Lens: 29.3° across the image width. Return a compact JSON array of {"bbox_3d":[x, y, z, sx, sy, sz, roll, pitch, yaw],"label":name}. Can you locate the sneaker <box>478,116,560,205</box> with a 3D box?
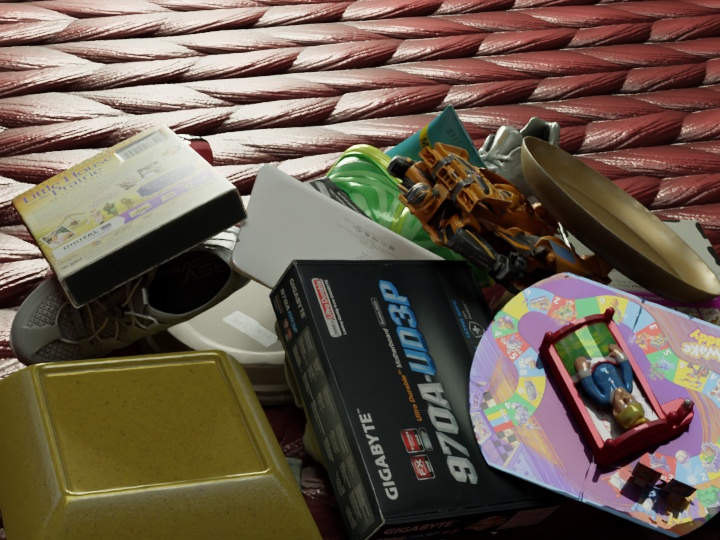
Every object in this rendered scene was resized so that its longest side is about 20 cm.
[{"bbox_3d":[0.116,-0.084,1.278,0.075,0.093,0.199,29,44,30],"label":"sneaker"}]

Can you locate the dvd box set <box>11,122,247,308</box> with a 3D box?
[{"bbox_3d":[-0.185,-0.048,1.067,0.145,0.030,0.200,-29,29,-13],"label":"dvd box set"}]

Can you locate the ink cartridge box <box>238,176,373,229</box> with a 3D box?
[{"bbox_3d":[0.000,0.009,1.105,0.200,0.044,0.093,45,38,22],"label":"ink cartridge box"}]

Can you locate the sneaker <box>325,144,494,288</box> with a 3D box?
[{"bbox_3d":[0.038,-0.032,1.181,0.083,0.075,0.199,-40,52,-20],"label":"sneaker"}]

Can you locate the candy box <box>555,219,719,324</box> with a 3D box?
[{"bbox_3d":[0.244,0.031,1.157,0.134,0.062,0.201,2,33,-6],"label":"candy box"}]

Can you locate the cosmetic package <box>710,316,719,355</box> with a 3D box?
[{"bbox_3d":[0.307,0.056,0.983,0.087,0.202,0.103,33,17,36],"label":"cosmetic package"}]

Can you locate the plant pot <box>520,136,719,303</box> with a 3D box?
[{"bbox_3d":[0.203,-0.036,1.101,0.199,0.028,0.200,32,18,-11],"label":"plant pot"}]

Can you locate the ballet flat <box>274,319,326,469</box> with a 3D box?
[{"bbox_3d":[-0.020,0.096,0.999,0.069,0.070,0.202,-6,53,-19],"label":"ballet flat"}]

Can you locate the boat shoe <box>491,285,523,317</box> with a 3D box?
[{"bbox_3d":[0.137,0.055,1.100,0.064,0.072,0.200,33,21,-3],"label":"boat shoe"}]

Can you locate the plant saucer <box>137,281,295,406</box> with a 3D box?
[{"bbox_3d":[-0.083,0.038,1.117,0.197,0.030,0.201,6,33,-4],"label":"plant saucer"}]

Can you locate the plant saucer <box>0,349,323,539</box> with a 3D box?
[{"bbox_3d":[-0.142,0.116,0.914,0.197,0.049,0.200,-4,33,-21],"label":"plant saucer"}]

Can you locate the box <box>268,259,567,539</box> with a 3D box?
[{"bbox_3d":[0.039,0.086,0.952,0.157,0.046,0.202,1,55,-33],"label":"box"}]

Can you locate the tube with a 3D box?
[{"bbox_3d":[0.059,-0.092,1.220,0.050,0.078,0.200,-39,8,-21],"label":"tube"}]

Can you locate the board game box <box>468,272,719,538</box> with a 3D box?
[{"bbox_3d":[0.173,0.078,0.920,0.198,0.039,0.159,20,64,8],"label":"board game box"}]

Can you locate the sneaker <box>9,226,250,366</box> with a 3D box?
[{"bbox_3d":[-0.173,0.017,1.029,0.198,0.075,0.082,-25,7,-3],"label":"sneaker"}]

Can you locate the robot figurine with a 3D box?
[{"bbox_3d":[0.106,-0.037,1.054,0.199,0.058,0.145,22,23,-46],"label":"robot figurine"}]

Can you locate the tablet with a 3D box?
[{"bbox_3d":[0.000,0.000,1.047,0.198,0.014,0.131,27,38,-12],"label":"tablet"}]

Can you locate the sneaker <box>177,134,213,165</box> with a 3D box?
[{"bbox_3d":[-0.171,-0.043,1.200,0.086,0.074,0.200,24,43,14],"label":"sneaker"}]

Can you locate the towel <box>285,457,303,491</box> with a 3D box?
[{"bbox_3d":[-0.132,0.181,0.890,0.190,0.035,0.201,8,30,-4],"label":"towel"}]
